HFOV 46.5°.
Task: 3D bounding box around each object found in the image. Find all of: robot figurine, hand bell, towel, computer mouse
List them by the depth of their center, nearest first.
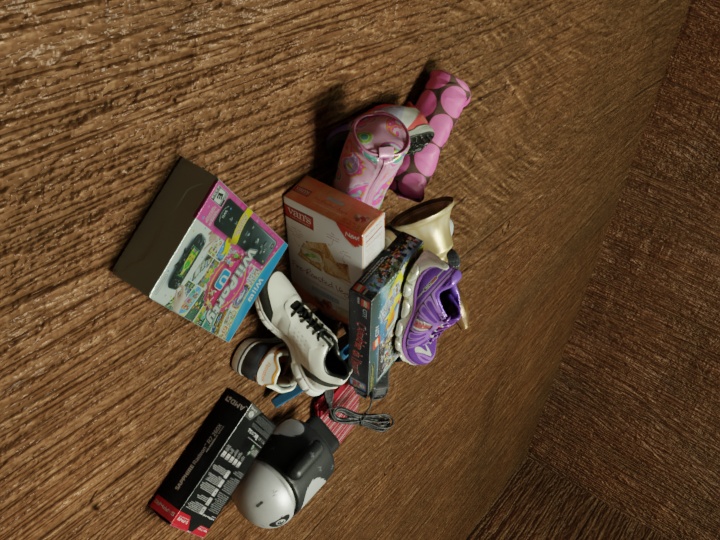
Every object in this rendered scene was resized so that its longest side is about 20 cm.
[{"bbox_3d":[0.128,0.000,1.286,0.104,0.103,0.202,-37,111,-44],"label":"hand bell"},{"bbox_3d":[-0.120,0.327,1.368,0.200,0.124,0.152,-40,140,-42],"label":"robot figurine"},{"bbox_3d":[-0.008,0.191,1.528,0.046,0.139,0.203,149,-54,-60],"label":"computer mouse"},{"bbox_3d":[-0.046,0.274,1.595,0.145,0.022,0.202,-46,153,-39],"label":"towel"}]

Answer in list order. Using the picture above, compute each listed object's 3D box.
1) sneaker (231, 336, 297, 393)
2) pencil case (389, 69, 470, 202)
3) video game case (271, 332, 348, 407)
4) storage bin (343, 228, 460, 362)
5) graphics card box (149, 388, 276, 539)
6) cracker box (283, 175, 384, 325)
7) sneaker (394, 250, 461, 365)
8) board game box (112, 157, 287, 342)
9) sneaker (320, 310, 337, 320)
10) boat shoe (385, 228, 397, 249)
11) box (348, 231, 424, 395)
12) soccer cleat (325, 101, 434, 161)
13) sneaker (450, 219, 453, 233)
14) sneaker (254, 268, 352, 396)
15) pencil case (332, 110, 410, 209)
[{"bbox_3d":[-0.108,0.137,1.260,0.199,0.079,0.079,-10,123,-63],"label":"sneaker"},{"bbox_3d":[0.102,-0.209,1.322,0.202,0.090,0.094,-62,162,-6],"label":"pencil case"},{"bbox_3d":[-0.045,0.138,1.349,0.143,0.018,0.200,-35,-177,40],"label":"video game case"},{"bbox_3d":[0.070,0.039,1.447,0.093,0.134,0.202,-11,124,-60],"label":"storage bin"},{"bbox_3d":[-0.212,0.285,1.231,0.201,0.051,0.126,-56,155,-14],"label":"graphics card box"},{"bbox_3d":[-0.035,-0.020,1.176,0.058,0.133,0.201,-45,150,-34],"label":"cracker box"},{"bbox_3d":[0.101,0.068,1.181,0.081,0.083,0.202,-46,152,-37],"label":"sneaker"},{"bbox_3d":[-0.179,-0.016,0.976,0.149,0.064,0.200,-59,157,-8],"label":"board game box"},{"bbox_3d":[0.000,0.000,1.328,0.077,0.085,0.202,-33,142,-48],"label":"sneaker"},{"bbox_3d":[0.077,0.016,1.320,0.201,0.070,0.065,55,38,-38],"label":"boat shoe"},{"bbox_3d":[0.034,0.063,1.188,0.137,0.037,0.202,-46,151,-37],"label":"box"},{"bbox_3d":[0.020,-0.203,1.206,0.198,0.074,0.068,-14,158,-40],"label":"soccer cleat"},{"bbox_3d":[0.117,-0.010,1.592,0.070,0.072,0.203,-4,109,-52],"label":"sneaker"},{"bbox_3d":[-0.076,0.080,1.168,0.074,0.079,0.201,-46,113,-45],"label":"sneaker"},{"bbox_3d":[0.006,-0.125,1.146,0.087,0.087,0.201,-45,168,-34],"label":"pencil case"}]
